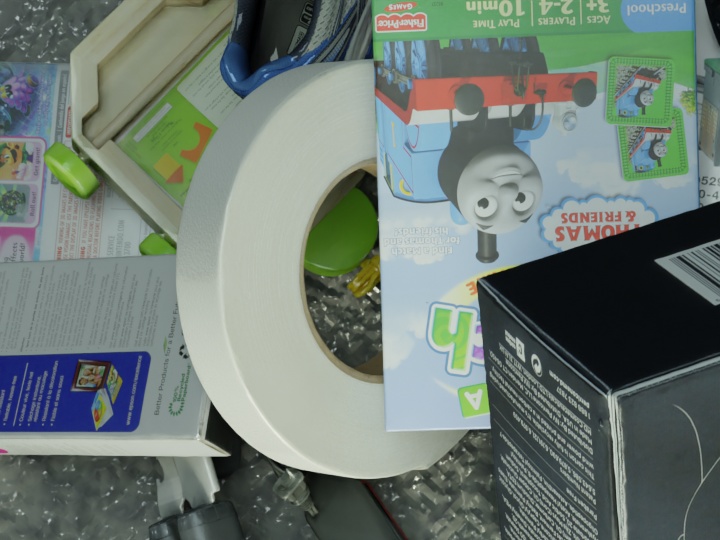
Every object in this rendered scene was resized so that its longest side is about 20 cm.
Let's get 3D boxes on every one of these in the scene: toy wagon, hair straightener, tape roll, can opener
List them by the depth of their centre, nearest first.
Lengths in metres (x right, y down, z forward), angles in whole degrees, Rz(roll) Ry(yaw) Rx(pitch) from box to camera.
[{"bbox_3d":[0.000,0.000,1.060,0.037,0.202,0.205,1,75,48],"label":"tape roll"},{"bbox_3d":[-0.022,0.094,1.094,0.041,0.077,0.201,-31,76,6],"label":"hair straightener"},{"bbox_3d":[-0.072,0.133,1.102,0.066,0.053,0.202,-7,80,-38],"label":"can opener"},{"bbox_3d":[-0.060,-0.061,1.140,0.200,0.040,0.155,44,78,4],"label":"toy wagon"}]

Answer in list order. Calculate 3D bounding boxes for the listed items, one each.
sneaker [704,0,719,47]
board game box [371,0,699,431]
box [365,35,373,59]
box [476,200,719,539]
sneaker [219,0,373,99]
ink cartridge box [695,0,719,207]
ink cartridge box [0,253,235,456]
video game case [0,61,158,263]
[{"bbox_3d":[0.237,-0.081,1.015,0.078,0.066,0.201,-34,77,-12],"label":"sneaker"},{"bbox_3d":[0.083,-0.028,1.022,0.150,0.037,0.202,-2,94,4],"label":"board game box"},{"bbox_3d":[0.028,-0.209,1.109,0.142,0.036,0.201,-32,74,25],"label":"box"},{"bbox_3d":[0.168,0.083,0.943,0.198,0.124,0.198,-17,118,-19],"label":"box"},{"bbox_3d":[-0.017,-0.167,1.066,0.077,0.085,0.202,19,98,28],"label":"sneaker"},{"bbox_3d":[0.227,-0.056,1.083,0.145,0.084,0.202,6,80,10],"label":"ink cartridge box"},{"bbox_3d":[-0.145,0.043,1.097,0.198,0.037,0.096,-2,69,29],"label":"ink cartridge box"},{"bbox_3d":[-0.190,-0.013,1.172,0.180,0.024,0.202,2,79,10],"label":"video game case"}]
